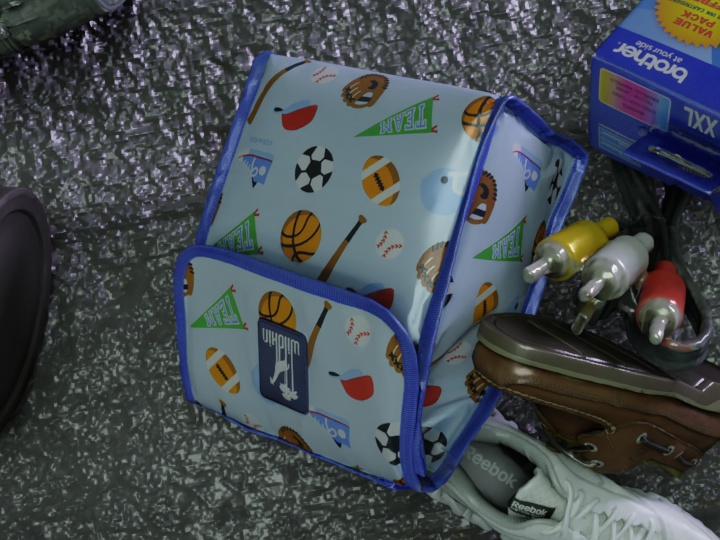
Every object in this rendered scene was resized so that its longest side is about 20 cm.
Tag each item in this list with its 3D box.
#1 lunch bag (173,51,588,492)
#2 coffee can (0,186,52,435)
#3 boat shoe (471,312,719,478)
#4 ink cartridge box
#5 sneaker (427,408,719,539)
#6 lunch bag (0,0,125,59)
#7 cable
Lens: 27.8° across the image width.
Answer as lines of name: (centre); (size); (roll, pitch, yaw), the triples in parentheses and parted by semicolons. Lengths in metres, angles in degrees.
lunch bag: (0.000, 0.000, 0.765); (0.170, 0.124, 0.200); (17, 87, 36)
coffee can: (-0.289, 0.011, 0.797); (0.200, 0.146, 0.147); (10, 83, 6)
boat shoe: (0.126, 0.072, 0.740); (0.072, 0.200, 0.068); (36, 106, 47)
ink cartridge box: (0.210, -0.103, 0.758); (0.136, 0.076, 0.200); (29, 65, 26)
sneaker: (0.114, 0.135, 0.782); (0.200, 0.081, 0.075); (27, 84, 6)
lunch bag: (-0.237, -0.201, 0.805); (0.168, 0.139, 0.200); (-19, 111, 11)
cable: (0.154, -0.019, 0.751); (0.097, 0.050, 0.200); (30, 41, 9)
